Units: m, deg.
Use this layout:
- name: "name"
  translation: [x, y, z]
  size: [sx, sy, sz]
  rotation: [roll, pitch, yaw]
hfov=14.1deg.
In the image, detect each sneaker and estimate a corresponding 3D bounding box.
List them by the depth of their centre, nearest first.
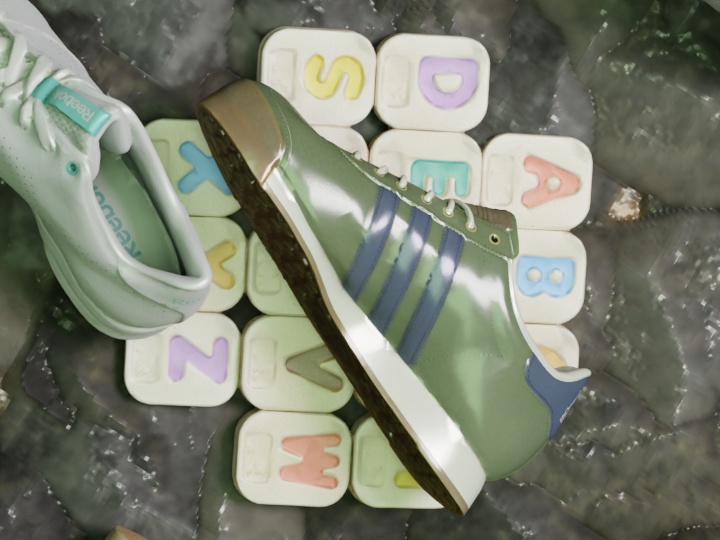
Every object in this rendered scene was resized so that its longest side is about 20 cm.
- name: "sneaker"
  translation: [-0.125, -0.063, 1.151]
  size: [0.075, 0.088, 0.200]
  rotation: [-45, 98, -20]
- name: "sneaker"
  translation: [0.020, -0.006, 1.188]
  size: [0.090, 0.067, 0.201]
  rotation: [-34, 99, -12]

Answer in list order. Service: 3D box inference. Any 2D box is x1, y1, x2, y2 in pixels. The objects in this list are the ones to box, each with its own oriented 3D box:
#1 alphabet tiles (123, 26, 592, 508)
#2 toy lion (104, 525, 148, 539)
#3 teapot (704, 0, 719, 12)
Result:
- name: "alphabet tiles"
  translation: [0.000, 0.000, 1.222]
  size: [0.194, 0.015, 0.201]
  rotation: [3, 94, -9]
- name: "toy lion"
  translation: [-0.053, 0.181, 1.141]
  size: [0.200, 0.192, 0.069]
  rotation: [39, 89, -11]
- name: "teapot"
  translation: [0.213, -0.180, 1.176]
  size: [0.199, 0.146, 0.198]
  rotation: [-26, 77, 27]
